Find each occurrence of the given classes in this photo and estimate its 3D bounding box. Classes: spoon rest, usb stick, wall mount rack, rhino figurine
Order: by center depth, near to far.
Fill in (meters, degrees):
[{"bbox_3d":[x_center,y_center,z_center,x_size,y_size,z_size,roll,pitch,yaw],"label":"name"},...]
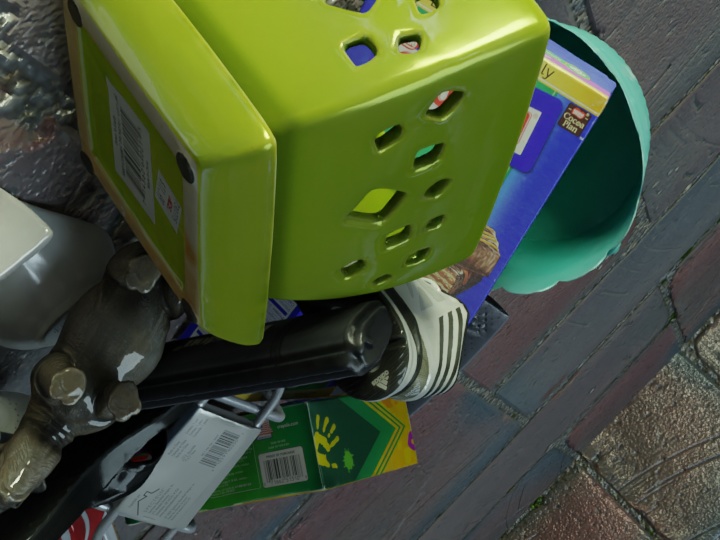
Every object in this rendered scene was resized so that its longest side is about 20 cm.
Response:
[{"bbox_3d":[-0.159,0.064,0.718,0.201,0.060,0.087,-56,-161,-11],"label":"rhino figurine"},{"bbox_3d":[-0.194,-0.004,0.736,0.099,0.061,0.200,-40,171,-12],"label":"spoon rest"},{"bbox_3d":[-0.070,0.052,0.736,0.198,0.033,0.056,-12,-154,32],"label":"usb stick"},{"bbox_3d":[-0.154,0.112,0.886,0.173,0.075,0.201,29,105,-43],"label":"wall mount rack"}]

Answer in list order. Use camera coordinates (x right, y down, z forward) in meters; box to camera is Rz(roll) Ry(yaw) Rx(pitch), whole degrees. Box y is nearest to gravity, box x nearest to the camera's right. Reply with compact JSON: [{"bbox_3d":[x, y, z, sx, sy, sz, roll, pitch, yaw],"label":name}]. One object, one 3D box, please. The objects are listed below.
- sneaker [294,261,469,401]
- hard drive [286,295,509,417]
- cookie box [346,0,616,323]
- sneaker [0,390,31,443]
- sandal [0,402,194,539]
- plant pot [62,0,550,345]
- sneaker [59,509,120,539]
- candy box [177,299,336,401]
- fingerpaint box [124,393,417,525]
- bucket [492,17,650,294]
[{"bbox_3d":[0.000,0.000,0.799,0.075,0.202,0.115,-37,153,21],"label":"sneaker"},{"bbox_3d":[0.029,0.072,1.176,0.134,0.043,0.200,31,115,-29],"label":"hard drive"},{"bbox_3d":[0.048,-0.081,0.839,0.201,0.170,0.075,-60,177,21],"label":"cookie box"},{"bbox_3d":[-0.242,0.078,0.738,0.198,0.080,0.130,5,136,-50],"label":"sneaker"},{"bbox_3d":[-0.172,0.125,0.785,0.200,0.075,0.048,-44,134,-35],"label":"sandal"},{"bbox_3d":[-0.044,-0.094,0.655,0.180,0.200,0.201,-27,154,-23],"label":"plant pot"},{"bbox_3d":[-0.240,0.225,0.973,0.113,0.071,0.201,-57,165,-46],"label":"sneaker"},{"bbox_3d":[-0.030,0.011,1.011,0.201,0.077,0.169,-51,158,16],"label":"candy box"},{"bbox_3d":[-0.078,0.154,1.053,0.198,0.074,0.166,-15,172,28],"label":"fingerpaint box"},{"bbox_3d":[0.121,-0.093,0.932,0.208,0.207,0.135,-54,171,22],"label":"bucket"}]
